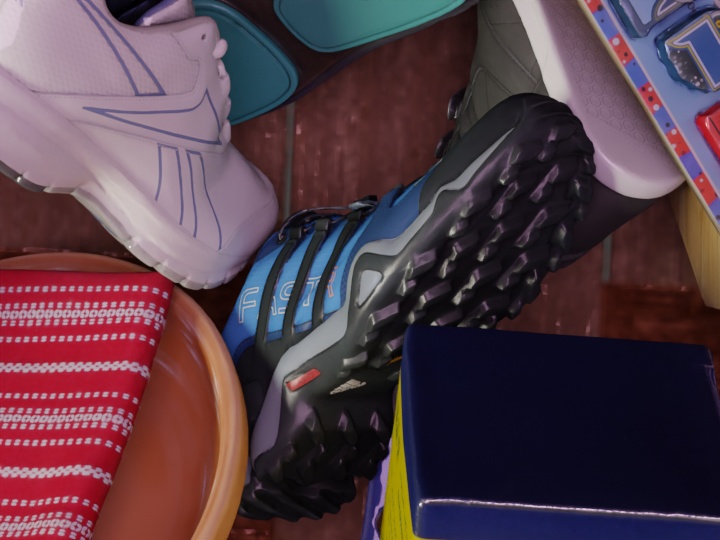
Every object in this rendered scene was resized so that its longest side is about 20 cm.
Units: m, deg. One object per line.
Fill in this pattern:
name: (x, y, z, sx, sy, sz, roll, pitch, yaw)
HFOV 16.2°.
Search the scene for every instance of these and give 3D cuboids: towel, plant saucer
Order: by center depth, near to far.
towel: (-0.155, 0.080, 0.883, 0.144, 0.023, 0.201, 2, 55, 24)
plant saucer: (-0.130, 0.084, 0.907, 0.199, 0.038, 0.201, -12, 50, 15)

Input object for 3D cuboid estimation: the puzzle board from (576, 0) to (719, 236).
puzzle board: (0.171, -0.075, 0.866, 0.150, 0.017, 0.201, -35, 103, -8)

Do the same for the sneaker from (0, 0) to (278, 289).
sneaker: (-0.074, -0.056, 0.876, 0.087, 0.200, 0.075, -48, 61, 4)

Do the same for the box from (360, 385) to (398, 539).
box: (0.098, 0.106, 0.959, 0.198, 0.048, 0.123, 8, 89, -2)

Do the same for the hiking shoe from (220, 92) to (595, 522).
hiking shoe: (0.000, 0.000, 0.897, 0.200, 0.074, 0.087, -49, 54, 27)

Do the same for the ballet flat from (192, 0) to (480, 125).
ballet flat: (-0.026, -0.103, 0.928, 0.199, 0.073, 0.074, -19, 90, 37)

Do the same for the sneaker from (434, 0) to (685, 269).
sneaker: (0.057, -0.090, 0.948, 0.070, 0.099, 0.201, 3, 57, -30)

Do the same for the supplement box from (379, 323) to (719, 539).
supplement box: (0.059, 0.133, 0.857, 0.109, 0.109, 0.201, 4, 119, -4)

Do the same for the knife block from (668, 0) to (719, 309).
knife block: (0.146, -0.111, 0.888, 0.063, 0.176, 0.201, -3, 51, -12)
